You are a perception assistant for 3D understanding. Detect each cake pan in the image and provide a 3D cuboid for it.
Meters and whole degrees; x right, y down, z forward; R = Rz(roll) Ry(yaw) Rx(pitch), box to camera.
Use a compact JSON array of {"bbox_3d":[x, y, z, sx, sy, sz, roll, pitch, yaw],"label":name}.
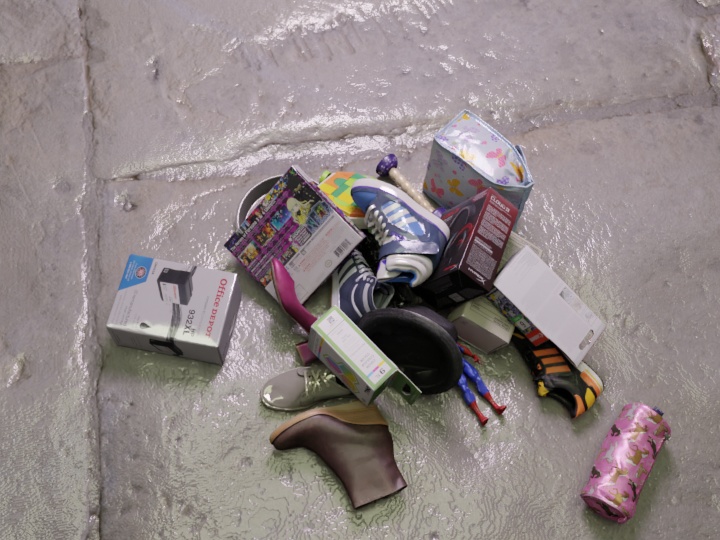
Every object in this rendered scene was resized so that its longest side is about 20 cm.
[{"bbox_3d":[-0.137,-0.091,1.521,0.198,0.037,0.202,1,64,-2],"label":"cake pan"}]

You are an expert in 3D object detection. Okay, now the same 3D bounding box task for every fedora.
[{"bbox_3d":[0.093,0.118,1.366,0.199,0.202,0.092,28,45,11],"label":"fedora"}]

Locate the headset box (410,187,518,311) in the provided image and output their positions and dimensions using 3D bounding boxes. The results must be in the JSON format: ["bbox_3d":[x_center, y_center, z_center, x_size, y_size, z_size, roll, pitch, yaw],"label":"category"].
[{"bbox_3d":[0.187,-0.044,1.410,0.075,0.148,0.201,35,61,-18],"label":"headset box"}]

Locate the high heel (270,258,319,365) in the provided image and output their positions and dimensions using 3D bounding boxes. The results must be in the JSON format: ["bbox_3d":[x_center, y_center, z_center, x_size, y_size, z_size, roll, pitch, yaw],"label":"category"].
[{"bbox_3d":[-0.089,0.061,1.399,0.095,0.067,0.202,-21,105,-6],"label":"high heel"}]

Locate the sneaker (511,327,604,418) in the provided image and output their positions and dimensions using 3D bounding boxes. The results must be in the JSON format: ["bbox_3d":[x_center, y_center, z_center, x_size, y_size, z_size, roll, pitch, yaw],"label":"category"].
[{"bbox_3d":[0.325,0.170,1.398,0.200,0.070,0.090,40,65,13],"label":"sneaker"}]

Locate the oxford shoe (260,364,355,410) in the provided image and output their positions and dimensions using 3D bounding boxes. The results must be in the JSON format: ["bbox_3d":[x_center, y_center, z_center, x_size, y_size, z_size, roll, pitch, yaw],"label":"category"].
[{"bbox_3d":[-0.075,0.193,1.374,0.197,0.058,0.076,-8,66,-5],"label":"oxford shoe"}]

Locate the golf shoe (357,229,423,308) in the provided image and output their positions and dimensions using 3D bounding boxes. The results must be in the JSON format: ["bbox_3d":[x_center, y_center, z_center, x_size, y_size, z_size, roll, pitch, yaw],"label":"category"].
[{"bbox_3d":[0.060,-0.017,1.485,0.094,0.078,0.201,-18,67,-31],"label":"golf shoe"}]

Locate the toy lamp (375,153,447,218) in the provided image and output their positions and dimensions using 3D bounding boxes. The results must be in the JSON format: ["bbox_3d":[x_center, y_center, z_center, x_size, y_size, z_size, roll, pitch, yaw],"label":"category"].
[{"bbox_3d":[0.109,-0.139,1.550,0.058,0.058,0.200,-33,67,-17],"label":"toy lamp"}]

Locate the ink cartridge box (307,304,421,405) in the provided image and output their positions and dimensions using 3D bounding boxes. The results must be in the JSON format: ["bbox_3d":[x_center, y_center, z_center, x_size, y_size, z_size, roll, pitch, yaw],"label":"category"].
[{"bbox_3d":[0.003,0.159,1.308,0.200,0.104,0.059,44,69,11],"label":"ink cartridge box"}]

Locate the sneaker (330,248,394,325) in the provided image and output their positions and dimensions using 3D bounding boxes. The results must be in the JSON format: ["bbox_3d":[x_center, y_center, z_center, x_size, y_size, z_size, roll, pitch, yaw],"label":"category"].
[{"bbox_3d":[0.000,0.000,1.438,0.108,0.070,0.202,-18,65,34],"label":"sneaker"}]

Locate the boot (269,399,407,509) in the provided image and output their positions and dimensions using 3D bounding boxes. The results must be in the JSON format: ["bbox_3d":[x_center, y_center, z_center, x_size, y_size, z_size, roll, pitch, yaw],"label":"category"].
[{"bbox_3d":[-0.036,0.308,1.309,0.198,0.073,0.168,-14,63,-14],"label":"boot"}]

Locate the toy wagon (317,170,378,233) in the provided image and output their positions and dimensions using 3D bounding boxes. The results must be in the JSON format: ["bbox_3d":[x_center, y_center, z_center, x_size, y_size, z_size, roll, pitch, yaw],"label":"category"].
[{"bbox_3d":[-0.011,-0.141,1.501,0.154,0.040,0.200,27,36,12],"label":"toy wagon"}]

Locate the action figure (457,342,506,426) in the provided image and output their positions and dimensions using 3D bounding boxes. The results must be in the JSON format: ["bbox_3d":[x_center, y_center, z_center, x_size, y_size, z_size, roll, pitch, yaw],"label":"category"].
[{"bbox_3d":[0.177,0.172,1.405,0.065,0.052,0.201,-31,67,-14],"label":"action figure"}]

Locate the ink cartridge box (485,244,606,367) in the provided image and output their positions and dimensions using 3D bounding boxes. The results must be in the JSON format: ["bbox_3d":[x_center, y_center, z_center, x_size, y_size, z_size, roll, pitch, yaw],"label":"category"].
[{"bbox_3d":[0.316,0.066,1.378,0.200,0.050,0.109,45,62,2],"label":"ink cartridge box"}]

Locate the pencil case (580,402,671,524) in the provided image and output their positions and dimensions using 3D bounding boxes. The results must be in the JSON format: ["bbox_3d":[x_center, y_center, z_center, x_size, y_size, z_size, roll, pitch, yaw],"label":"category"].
[{"bbox_3d":[0.442,0.318,1.327,0.083,0.086,0.201,44,66,-17],"label":"pencil case"}]

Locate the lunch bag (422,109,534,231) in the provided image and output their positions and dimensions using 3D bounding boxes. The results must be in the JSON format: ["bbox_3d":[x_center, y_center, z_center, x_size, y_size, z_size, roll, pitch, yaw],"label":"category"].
[{"bbox_3d":[0.230,-0.172,1.508,0.127,0.170,0.200,-39,68,-23],"label":"lunch bag"}]

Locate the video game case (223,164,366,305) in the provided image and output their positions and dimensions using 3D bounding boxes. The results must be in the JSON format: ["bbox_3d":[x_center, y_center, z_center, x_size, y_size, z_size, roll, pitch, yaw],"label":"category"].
[{"bbox_3d":[-0.118,-0.053,1.423,0.181,0.036,0.200,44,107,4],"label":"video game case"}]

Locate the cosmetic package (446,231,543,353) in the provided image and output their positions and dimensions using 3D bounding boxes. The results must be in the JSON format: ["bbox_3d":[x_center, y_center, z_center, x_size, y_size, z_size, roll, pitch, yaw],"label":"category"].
[{"bbox_3d":[0.240,0.034,1.442,0.103,0.087,0.201,31,64,-7],"label":"cosmetic package"}]

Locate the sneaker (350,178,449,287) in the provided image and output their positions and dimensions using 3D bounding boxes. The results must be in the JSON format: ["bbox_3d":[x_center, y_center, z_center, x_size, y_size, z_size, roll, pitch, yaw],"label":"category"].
[{"bbox_3d":[0.044,-0.056,1.362,0.199,0.081,0.147,31,61,4],"label":"sneaker"}]

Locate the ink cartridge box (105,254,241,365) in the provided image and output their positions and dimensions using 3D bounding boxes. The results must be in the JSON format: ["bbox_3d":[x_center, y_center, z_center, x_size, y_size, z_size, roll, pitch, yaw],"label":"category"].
[{"bbox_3d":[-0.323,0.068,1.406,0.197,0.084,0.147,10,63,2],"label":"ink cartridge box"}]
